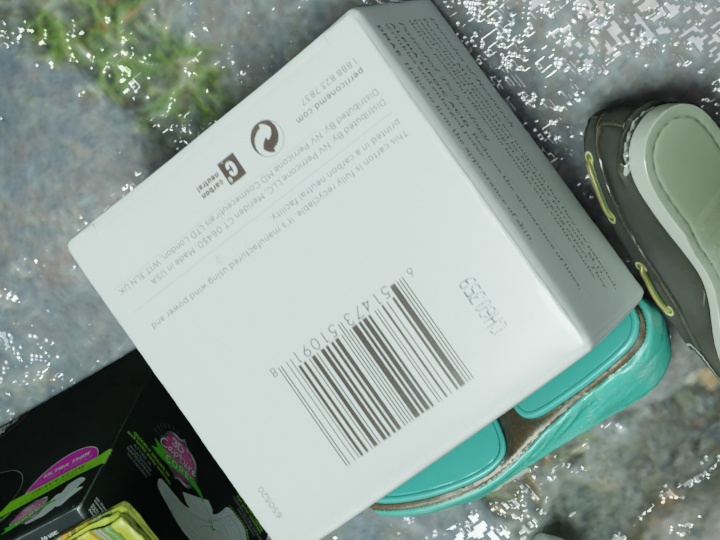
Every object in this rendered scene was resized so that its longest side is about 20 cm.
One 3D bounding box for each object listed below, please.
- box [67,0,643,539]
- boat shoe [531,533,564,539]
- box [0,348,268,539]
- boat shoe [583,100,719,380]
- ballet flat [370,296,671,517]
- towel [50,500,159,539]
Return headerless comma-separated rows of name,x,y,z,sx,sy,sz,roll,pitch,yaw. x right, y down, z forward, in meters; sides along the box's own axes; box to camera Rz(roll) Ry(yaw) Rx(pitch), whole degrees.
box,0.000,0.000,1.026,0.199,0.131,0.200,-37,86,20
boat shoe,0.106,0.240,1.178,0.066,0.072,0.200,12,116,-2
box,-0.149,0.153,1.102,0.148,0.200,0.124,-28,106,19
boat shoe,0.182,-0.005,1.065,0.072,0.061,0.201,-42,118,-23
ballet flat,0.089,0.083,1.112,0.200,0.067,0.070,-35,143,19
towel,-0.169,0.191,1.002,0.200,0.018,0.086,-30,104,19
